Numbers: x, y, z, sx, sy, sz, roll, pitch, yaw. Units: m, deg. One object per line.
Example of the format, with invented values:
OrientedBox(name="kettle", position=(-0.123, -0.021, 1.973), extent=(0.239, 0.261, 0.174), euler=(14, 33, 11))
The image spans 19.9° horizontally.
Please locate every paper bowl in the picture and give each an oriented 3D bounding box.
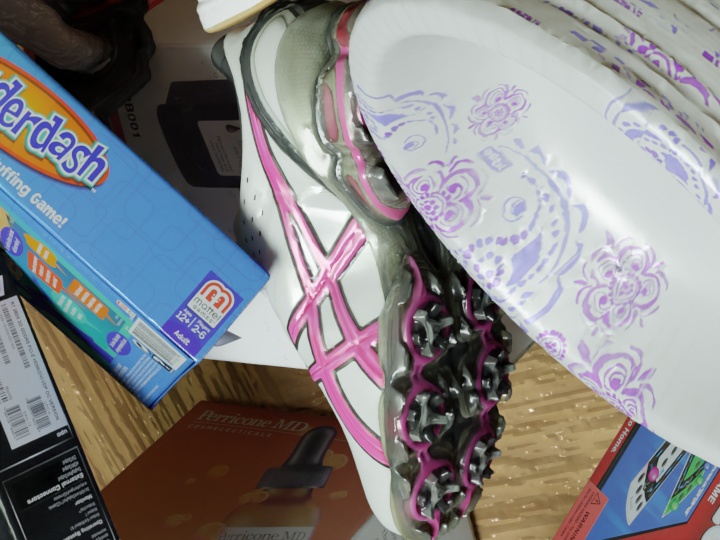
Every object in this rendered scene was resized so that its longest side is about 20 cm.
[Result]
OrientedBox(name="paper bowl", position=(0.100, -0.038, 0.620), extent=(0.200, 0.104, 0.201), euler=(42, 165, 14))

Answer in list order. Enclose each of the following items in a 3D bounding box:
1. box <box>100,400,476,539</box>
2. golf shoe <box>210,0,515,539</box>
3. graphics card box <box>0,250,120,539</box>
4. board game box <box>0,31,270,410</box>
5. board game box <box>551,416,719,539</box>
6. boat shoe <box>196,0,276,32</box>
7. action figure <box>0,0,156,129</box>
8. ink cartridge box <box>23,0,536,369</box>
OrientedBox(name="box", position=(-0.059, 0.160, 0.911), extent=(0.151, 0.200, 0.107), euler=(3, 121, 35))
OrientedBox(name="golf shoe", position=(0.000, 0.000, 0.742), extent=(0.091, 0.072, 0.202), euler=(3, 109, 39))
OrientedBox(name="graphics card box", position=(-0.153, 0.105, 0.791), extent=(0.125, 0.051, 0.202), euler=(-22, 92, 42))
OrientedBox(name="board game box", position=(-0.132, -0.036, 0.768), extent=(0.200, 0.045, 0.152), euler=(42, 165, -3))
OrientedBox(name="board game box", position=(0.143, 0.043, 0.702), extent=(0.201, 0.019, 0.103), euler=(-60, 34, 9))
OrientedBox(name="boat shoe", position=(0.005, -0.154, 0.657), extent=(0.200, 0.071, 0.069), euler=(-38, 96, 31))
OrientedBox(name="action figure", position=(-0.113, -0.165, 0.777), extent=(0.193, 0.104, 0.201), euler=(-30, 63, 19))
OrientedBox(name="ink cartridge box", position=(-0.022, -0.041, 0.836), extent=(0.198, 0.084, 0.146), euler=(4, 120, 34))
